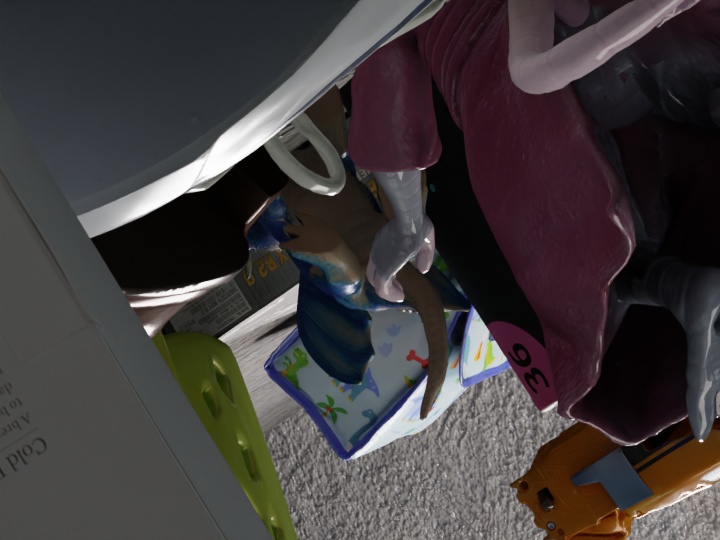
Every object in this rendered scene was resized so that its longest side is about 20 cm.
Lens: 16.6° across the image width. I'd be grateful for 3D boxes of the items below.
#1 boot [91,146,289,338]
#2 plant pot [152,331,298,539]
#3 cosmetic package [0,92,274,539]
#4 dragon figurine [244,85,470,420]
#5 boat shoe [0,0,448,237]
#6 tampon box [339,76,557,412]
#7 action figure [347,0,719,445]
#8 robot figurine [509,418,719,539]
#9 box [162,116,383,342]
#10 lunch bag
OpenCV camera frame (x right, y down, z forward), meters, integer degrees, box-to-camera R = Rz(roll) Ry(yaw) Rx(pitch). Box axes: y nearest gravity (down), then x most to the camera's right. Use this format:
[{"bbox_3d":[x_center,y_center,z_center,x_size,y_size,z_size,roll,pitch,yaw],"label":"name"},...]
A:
[{"bbox_3d":[-0.115,0.042,0.788,0.200,0.064,0.186,-47,174,18],"label":"boot"},{"bbox_3d":[-0.127,0.134,0.983,0.198,0.201,0.182,-19,167,1],"label":"plant pot"},{"bbox_3d":[-0.131,0.046,0.400,0.199,0.151,0.052,-32,176,3],"label":"cosmetic package"},{"bbox_3d":[0.000,0.000,0.906,0.059,0.200,0.100,-33,138,-11],"label":"dragon figurine"},{"bbox_3d":[-0.017,-0.061,0.506,0.202,0.075,0.086,-39,162,-7],"label":"boat shoe"},{"bbox_3d":[0.112,-0.064,0.891,0.126,0.150,0.200,-31,176,-31],"label":"tampon box"},{"bbox_3d":[0.038,-0.052,0.593,0.134,0.200,0.149,-41,133,3],"label":"action figure"},{"bbox_3d":[0.156,0.035,0.918,0.199,0.058,0.145,-34,178,24],"label":"robot figurine"},{"bbox_3d":[0.012,-0.041,1.122,0.200,0.049,0.158,-34,175,25],"label":"box"},{"bbox_3d":[0.051,0.041,1.903,0.200,0.127,0.170,-47,169,16],"label":"lunch bag"}]
